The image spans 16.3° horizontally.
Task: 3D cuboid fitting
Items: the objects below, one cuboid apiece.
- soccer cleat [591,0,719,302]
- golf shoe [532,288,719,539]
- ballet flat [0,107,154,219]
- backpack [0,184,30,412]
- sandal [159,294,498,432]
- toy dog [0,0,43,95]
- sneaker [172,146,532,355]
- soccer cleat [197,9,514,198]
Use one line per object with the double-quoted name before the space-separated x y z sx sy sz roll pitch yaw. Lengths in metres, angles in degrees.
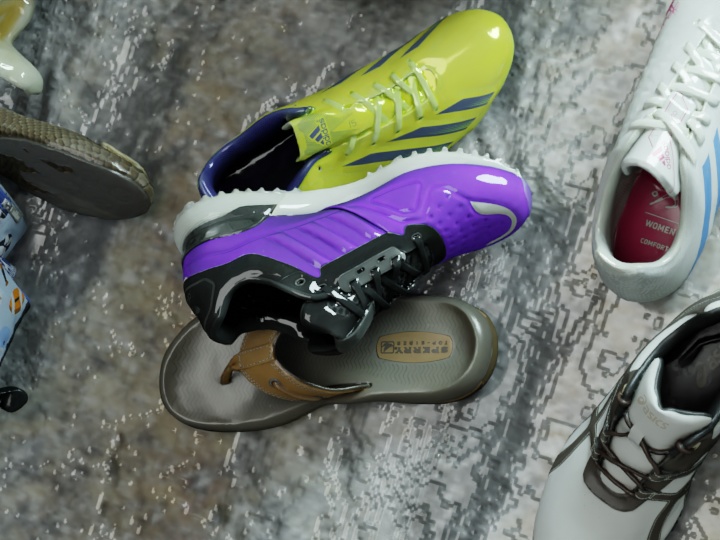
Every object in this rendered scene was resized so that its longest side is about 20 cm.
"soccer cleat" 0.176 -0.079 1.344 0.070 0.086 0.200 17 89 20
"golf shoe" 0.148 0.089 1.330 0.078 0.094 0.200 35 97 18
"ballet flat" -0.207 -0.079 1.496 0.200 0.067 0.046 16 56 23
"backpack" -0.293 -0.017 1.444 0.200 0.191 0.154 9 70 20
"sandal" -0.023 0.049 1.414 0.200 0.055 0.082 -2 83 19
"toy dog" -0.217 -0.231 1.489 0.200 0.140 0.194 -59 34 6
"sneaker" 0.000 0.000 1.373 0.200 0.070 0.100 -11 51 4
"soccer cleat" -0.003 -0.082 1.407 0.200 0.084 0.065 -32 74 13
